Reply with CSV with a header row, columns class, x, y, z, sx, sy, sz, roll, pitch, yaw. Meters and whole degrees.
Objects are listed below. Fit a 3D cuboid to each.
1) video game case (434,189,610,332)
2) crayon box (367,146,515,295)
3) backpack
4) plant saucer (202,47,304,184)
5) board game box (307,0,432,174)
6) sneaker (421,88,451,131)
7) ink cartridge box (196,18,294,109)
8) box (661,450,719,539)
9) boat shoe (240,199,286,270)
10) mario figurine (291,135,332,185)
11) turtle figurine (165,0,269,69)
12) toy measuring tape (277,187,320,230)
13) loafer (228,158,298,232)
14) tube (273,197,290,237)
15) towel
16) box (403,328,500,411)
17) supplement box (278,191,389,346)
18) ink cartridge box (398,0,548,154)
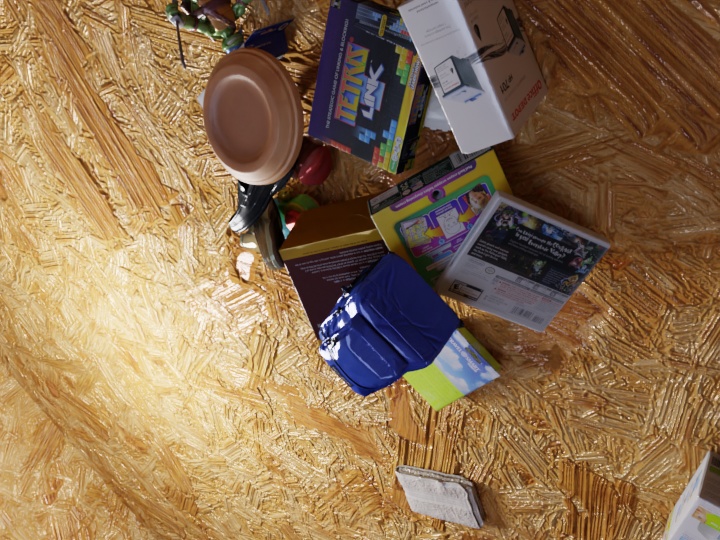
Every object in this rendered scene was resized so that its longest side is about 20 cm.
class,x,y,z,sx,sy,sz,roll,pitch,yaw
video game case,0.234,-0.008,1.101,0.196,0.024,0.184,20,124,-18
crayon box,0.135,-0.069,1.111,0.197,0.059,0.174,-27,119,10
backpack,0.019,0.092,1.115,0.163,0.167,0.200,49,152,-1
plant saucer,-0.171,-0.228,1.134,0.196,0.037,0.206,13,112,34
board game box,0.018,-0.261,1.050,0.163,0.056,0.204,26,119,25
sneaker,0.082,-0.264,1.077,0.196,0.076,0.082,24,126,18
ink cartridge box,-0.180,-0.325,1.206,0.038,0.094,0.199,55,137,-2
box,0.572,0.410,1.220,0.111,0.102,0.203,24,135,20
boat shoe,-0.170,-0.055,1.298,0.075,0.201,0.073,-21,120,2
mario figurine,-0.131,-0.219,1.259,0.199,0.107,0.123,39,137,-20
turtle figurine,-0.226,-0.425,1.127,0.142,0.200,0.196,-28,101,16
toy measuring tape,-0.079,-0.069,1.357,0.073,0.074,0.202,-29,100,47
loafer,-0.172,-0.138,1.235,0.070,0.069,0.201,31,134,-15
tube,-0.108,-0.049,1.422,0.200,0.051,0.077,45,149,-8
towel,0.174,0.498,1.655,0.196,0.035,0.135,0,122,38
box,0.164,0.174,1.386,0.122,0.048,0.200,45,138,-3
supplement box,0.000,0.000,1.267,0.193,0.134,0.203,-11,118,22
ink cartridge box,0.147,-0.276,0.954,0.085,0.147,0.203,-12,116,40
